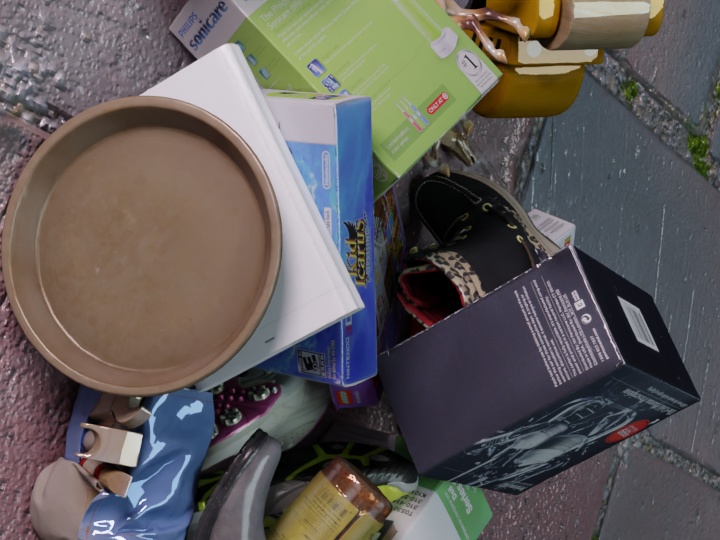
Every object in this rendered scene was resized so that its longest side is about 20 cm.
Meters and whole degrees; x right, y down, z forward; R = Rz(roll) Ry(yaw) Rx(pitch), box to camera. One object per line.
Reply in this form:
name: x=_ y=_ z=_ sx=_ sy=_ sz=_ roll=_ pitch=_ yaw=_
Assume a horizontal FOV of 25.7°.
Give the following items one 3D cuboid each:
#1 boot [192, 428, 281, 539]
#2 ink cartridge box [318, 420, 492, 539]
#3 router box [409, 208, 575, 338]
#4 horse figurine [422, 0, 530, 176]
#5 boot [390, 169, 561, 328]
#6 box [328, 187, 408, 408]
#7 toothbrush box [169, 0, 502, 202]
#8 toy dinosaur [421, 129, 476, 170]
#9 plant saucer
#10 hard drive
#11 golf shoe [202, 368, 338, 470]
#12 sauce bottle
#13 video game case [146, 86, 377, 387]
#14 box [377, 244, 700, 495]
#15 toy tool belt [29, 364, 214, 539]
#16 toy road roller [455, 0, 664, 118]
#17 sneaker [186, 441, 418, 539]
boot: x=-0.062 y=0.225 z=1.126 sx=0.070 sy=0.131 sz=0.201 roll=-10 pitch=123 yaw=-87
ink cartridge box: x=-0.009 y=0.233 z=1.295 sx=0.200 sy=0.144 sz=0.084 roll=-50 pitch=132 yaw=-32
router box: x=0.120 y=0.064 z=1.462 sx=0.200 sy=0.049 sz=0.180 roll=-33 pitch=136 yaw=-43
horse figurine: x=0.051 y=-0.174 z=1.279 sx=0.201 sy=0.132 sz=0.050 roll=-60 pitch=169 yaw=3
boot: x=0.079 y=-0.018 z=1.323 sx=0.153 sy=0.204 sz=0.074 roll=-6 pitch=129 yaw=-43
box: x=0.000 y=0.000 z=1.275 sx=0.200 sy=0.039 sz=0.137 roll=-70 pitch=150 yaw=-60
toothbrush box: x=-0.017 y=-0.163 z=1.177 sx=0.200 sy=0.086 sz=0.146 roll=47 pitch=55 yaw=-5
toy dinosaur: x=0.053 y=-0.160 z=1.378 sx=0.101 sy=0.058 sz=0.201 roll=-63 pitch=147 yaw=-43
plant saucer: x=-0.145 y=-0.016 z=1.055 sx=0.029 sy=0.199 sz=0.201 roll=18 pitch=82 yaw=-76
hard drive: x=-0.097 y=-0.035 z=1.080 sx=0.201 sy=0.132 sz=0.026 roll=64 pitch=18 yaw=5
golf shoe: x=-0.077 y=0.117 z=1.248 sx=0.200 sy=0.075 sz=0.092 roll=-36 pitch=127 yaw=-40
sauce bottle: x=-0.062 y=0.231 z=1.182 sx=0.200 sy=0.066 sz=0.066 roll=-46 pitch=135 yaw=-1
video game case: x=-0.073 y=-0.029 z=1.134 sx=0.045 sy=0.181 sz=0.201 roll=-16 pitch=109 yaw=-49
box: x=0.142 y=0.086 z=1.240 sx=0.200 sy=0.182 sz=0.104 roll=23 pitch=41 yaw=-59
toy tool belt: x=-0.150 y=0.121 z=1.103 sx=0.124 sy=0.123 sz=0.201 roll=11 pitch=89 yaw=-37
toy road roller: x=0.163 y=-0.199 z=1.378 sx=0.122 sy=0.200 sz=0.147 roll=-5 pitch=107 yaw=-23
sneaker: x=-0.050 y=0.189 z=1.248 sx=0.199 sy=0.075 sz=0.077 roll=-10 pitch=105 yaw=-12
